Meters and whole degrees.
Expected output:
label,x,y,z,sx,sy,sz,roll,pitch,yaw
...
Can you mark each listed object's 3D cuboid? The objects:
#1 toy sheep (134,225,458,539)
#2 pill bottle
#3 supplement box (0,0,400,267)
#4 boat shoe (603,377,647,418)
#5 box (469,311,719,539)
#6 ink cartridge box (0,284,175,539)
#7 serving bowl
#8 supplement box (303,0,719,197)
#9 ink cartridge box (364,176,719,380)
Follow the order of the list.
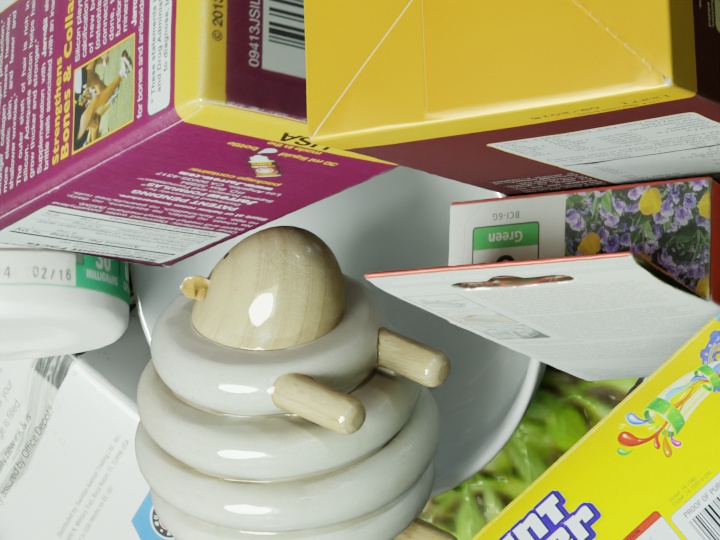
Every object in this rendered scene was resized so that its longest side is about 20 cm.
label,x,y,z,sx,sy,sz,roll,pitch,yaw
toy sheep,-0.028,0.072,1.034,0.138,0.138,0.201,12,119,24
pill bottle,-0.159,-0.067,1.100,0.113,0.113,0.201,-10,77,31
supplement box,-0.067,-0.088,0.975,0.200,0.103,0.131,-20,65,54
boat shoe,0.126,0.090,1.069,0.072,0.065,0.200,40,118,14
box,0.135,0.138,0.955,0.200,0.193,0.122,-43,61,7
ink cartridge box,-0.139,0.083,1.200,0.200,0.084,0.145,39,121,10
serving bowl,0.000,0.000,1.105,0.200,0.066,0.201,10,113,25
supplement box,0.085,-0.135,0.892,0.132,0.200,0.198,-7,80,30
ink cartridge box,0.095,-0.001,0.950,0.109,0.200,0.051,-5,75,29
